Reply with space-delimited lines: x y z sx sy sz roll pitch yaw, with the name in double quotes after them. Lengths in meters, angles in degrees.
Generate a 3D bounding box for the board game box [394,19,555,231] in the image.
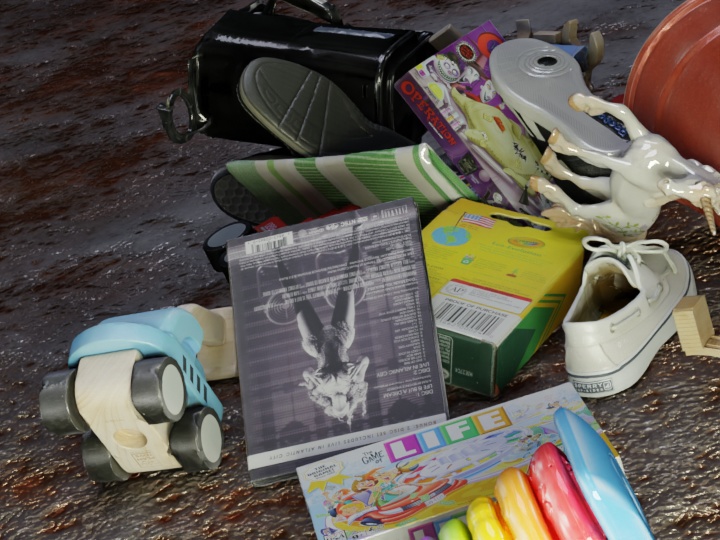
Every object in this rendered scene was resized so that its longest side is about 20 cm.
0.128 -0.104 1.820 0.120 0.200 0.032 -36 -3 -46 "board game box"

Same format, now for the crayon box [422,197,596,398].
0.089 0.016 1.679 0.127 0.051 0.200 16 33 24 "crayon box"

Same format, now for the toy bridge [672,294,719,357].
0.312 0.043 1.464 0.199 0.067 0.027 -6 23 30 "toy bridge"

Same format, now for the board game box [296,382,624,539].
0.064 0.141 1.443 0.199 0.034 0.134 -18 20 -4 "board game box"

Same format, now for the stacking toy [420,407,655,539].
0.072 0.179 1.274 0.200 0.116 0.110 -29 22 6 "stacking toy"

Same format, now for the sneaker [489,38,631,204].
0.163 -0.100 1.782 0.073 0.112 0.200 -18 39 -16 "sneaker"

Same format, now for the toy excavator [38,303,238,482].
-0.145 0.071 1.668 0.100 0.195 0.200 -8 49 21 "toy excavator"

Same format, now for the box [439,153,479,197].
0.141 -0.084 1.962 0.200 0.044 0.160 -27 22 -27 "box"

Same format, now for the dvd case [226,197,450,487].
-0.018 0.050 1.594 0.148 0.016 0.201 -13 60 9 "dvd case"

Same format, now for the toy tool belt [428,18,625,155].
0.158 -0.163 1.915 0.199 0.123 0.125 -2 24 32 "toy tool belt"

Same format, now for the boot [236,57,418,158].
-0.047 -0.096 1.905 0.154 0.203 0.074 -27 37 55 "boot"

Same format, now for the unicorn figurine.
0.201 -0.068 1.626 0.074 0.137 0.200 -61 -5 -10 "unicorn figurine"

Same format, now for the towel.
0.008 -0.059 1.840 0.200 0.153 0.023 -1 61 36 "towel"

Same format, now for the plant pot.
0.324 -0.097 1.670 0.200 0.201 0.195 -17 28 -3 "plant pot"

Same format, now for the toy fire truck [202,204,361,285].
0.000 0.000 1.774 0.200 0.129 0.176 -30 23 -9 "toy fire truck"

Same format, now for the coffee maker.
-0.045 -0.158 2.004 0.199 0.135 0.192 11 53 28 "coffee maker"

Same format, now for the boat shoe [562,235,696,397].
0.191 0.010 1.614 0.074 0.086 0.202 -4 24 30 "boat shoe"

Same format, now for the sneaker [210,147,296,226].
-0.040 -0.109 2.099 0.202 0.077 0.146 -6 31 4 "sneaker"
